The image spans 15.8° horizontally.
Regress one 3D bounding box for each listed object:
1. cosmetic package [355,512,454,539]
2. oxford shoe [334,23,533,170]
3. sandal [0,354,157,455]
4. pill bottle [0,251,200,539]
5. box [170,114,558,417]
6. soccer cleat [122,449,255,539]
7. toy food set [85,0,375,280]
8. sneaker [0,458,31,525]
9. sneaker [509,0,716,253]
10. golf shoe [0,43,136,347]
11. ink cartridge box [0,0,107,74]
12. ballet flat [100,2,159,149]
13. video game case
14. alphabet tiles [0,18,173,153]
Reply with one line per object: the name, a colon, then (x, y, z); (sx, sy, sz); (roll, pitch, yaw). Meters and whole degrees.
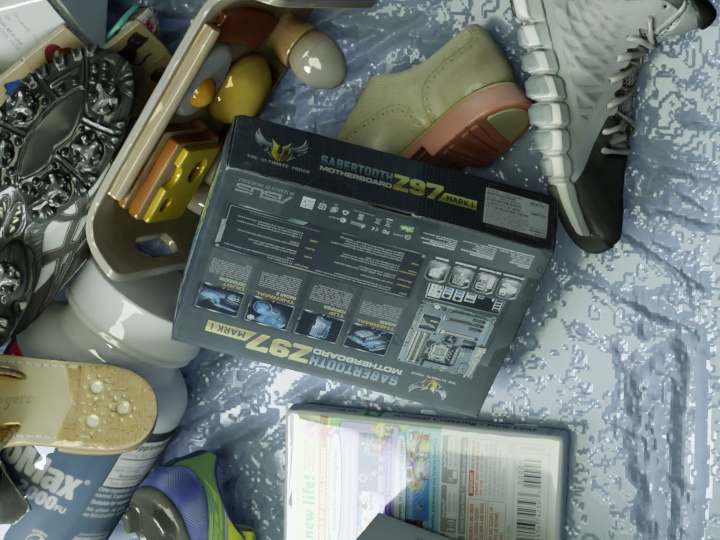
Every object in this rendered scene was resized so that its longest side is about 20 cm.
cosmetic package: (0.022, 0.266, 1.603); (0.107, 0.085, 0.201); (18, 105, 10)
oxford shoe: (0.015, -0.075, 1.582); (0.199, 0.071, 0.074); (-31, 65, 21)
sandal: (-0.225, 0.077, 1.522); (0.210, 0.070, 0.078); (-1, 76, -4)
pill bottle: (-0.179, 0.089, 1.636); (0.119, 0.120, 0.201); (35, 108, 8)
box: (0.000, 0.000, 1.532); (0.199, 0.051, 0.158); (14, 135, -6)
soccer cleat: (-0.084, 0.208, 1.658); (0.064, 0.084, 0.201); (3, 121, 44)
toy food set: (-0.074, -0.084, 1.553); (0.060, 0.143, 0.201); (37, 108, 16)
sneaker: (-0.273, 0.075, 1.604); (0.104, 0.060, 0.201); (-28, 72, 36)
sneaker: (0.157, -0.115, 1.517); (0.115, 0.075, 0.201); (-11, 96, 17)
golf shoe: (-0.190, -0.047, 1.556); (0.078, 0.094, 0.201); (35, 102, 13)
ink cartridge box: (-0.258, -0.188, 1.591); (0.199, 0.088, 0.146); (-12, 61, 20)
ballet flat: (-0.178, -0.086, 1.632); (0.064, 0.076, 0.200); (45, 119, -5)
video game case: (0.039, 0.190, 1.639); (0.181, 0.022, 0.201); (5, 103, 16)
alphabet tiles: (-0.187, -0.066, 1.587); (0.200, 0.166, 0.006); (-38, 49, 7)
